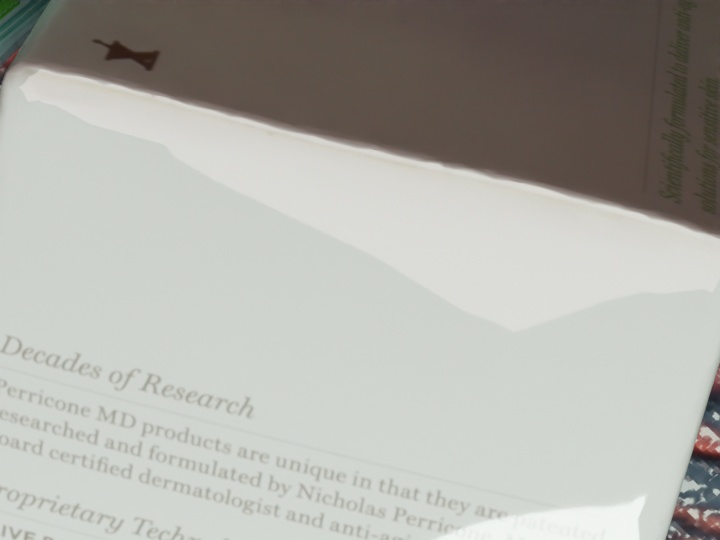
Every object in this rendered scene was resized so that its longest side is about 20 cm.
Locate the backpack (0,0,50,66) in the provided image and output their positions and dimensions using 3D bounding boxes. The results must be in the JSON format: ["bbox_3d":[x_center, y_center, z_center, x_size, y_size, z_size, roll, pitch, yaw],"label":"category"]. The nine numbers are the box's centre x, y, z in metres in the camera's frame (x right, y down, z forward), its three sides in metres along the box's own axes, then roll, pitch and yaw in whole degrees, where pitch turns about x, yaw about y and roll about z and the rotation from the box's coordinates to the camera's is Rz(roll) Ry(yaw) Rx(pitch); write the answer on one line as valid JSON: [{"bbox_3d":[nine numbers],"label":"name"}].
[{"bbox_3d":[-0.164,-0.106,0.766,0.200,0.178,0.151,-23,107,35],"label":"backpack"}]

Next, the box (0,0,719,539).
[{"bbox_3d":[0.000,0.000,0.790,0.200,0.199,0.171,14,117,2],"label":"box"}]
